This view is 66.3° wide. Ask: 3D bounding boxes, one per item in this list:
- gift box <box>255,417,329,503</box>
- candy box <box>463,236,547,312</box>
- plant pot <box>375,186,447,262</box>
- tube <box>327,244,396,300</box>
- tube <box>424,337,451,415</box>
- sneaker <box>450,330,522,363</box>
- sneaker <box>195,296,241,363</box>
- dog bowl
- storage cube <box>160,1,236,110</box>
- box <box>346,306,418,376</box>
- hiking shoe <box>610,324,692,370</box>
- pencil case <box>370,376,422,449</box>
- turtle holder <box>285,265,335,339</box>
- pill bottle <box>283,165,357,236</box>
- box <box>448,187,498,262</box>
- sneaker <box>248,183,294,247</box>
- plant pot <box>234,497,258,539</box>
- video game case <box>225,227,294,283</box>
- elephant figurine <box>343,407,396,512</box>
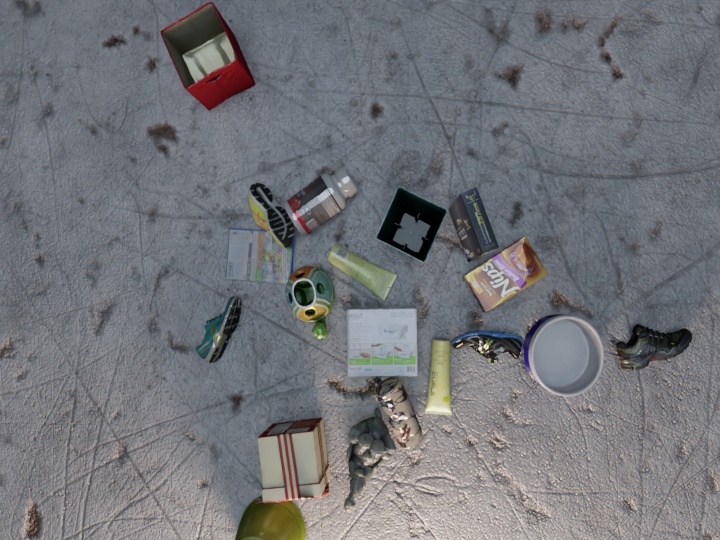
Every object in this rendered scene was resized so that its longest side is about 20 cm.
[{"bbox_3d":[-0.183,0.518,1.468,0.178,0.200,0.194,-8,88,10],"label":"gift box"},{"bbox_3d":[0.391,0.012,1.498,0.197,0.056,0.119,-33,86,5],"label":"candy box"},{"bbox_3d":[0.135,-0.108,1.456,0.138,0.200,0.145,26,89,6],"label":"plant pot"},{"bbox_3d":[0.000,0.000,1.538,0.196,0.052,0.059,30,132,3],"label":"tube"},{"bbox_3d":[0.219,0.291,1.509,0.057,0.051,0.208,5,94,49],"label":"tube"},{"bbox_3d":[0.341,0.206,1.487,0.192,0.071,0.086,3,82,3],"label":"sneaker"},{"bbox_3d":[-0.407,0.161,1.566,0.078,0.077,0.204,29,91,15],"label":"sneaker"},{"bbox_3d":[0.531,0.220,1.451,0.192,0.079,0.209,0,89,-2],"label":"dog bowl"},{"bbox_3d":[-0.421,-0.594,1.544,0.167,0.180,0.205,-26,84,4],"label":"storage cube"},{"bbox_3d":[0.060,0.192,1.503,0.192,0.097,0.184,-2,87,6],"label":"box"},{"bbox_3d":[0.765,0.183,1.442,0.195,0.076,0.104,-25,89,5],"label":"hiking shoe"},{"bbox_3d":[0.100,0.381,1.465,0.087,0.078,0.205,-21,111,8],"label":"pencil case"},{"bbox_3d":[-0.144,0.083,1.511,0.135,0.132,0.193,8,88,5],"label":"turtle holder"},{"bbox_3d":[-0.107,-0.197,1.530,0.197,0.111,0.113,-35,85,3],"label":"pill bottle"},{"bbox_3d":[0.292,-0.114,1.441,0.049,0.200,0.163,-19,86,-2],"label":"box"},{"bbox_3d":[-0.256,-0.144,1.561,0.077,0.091,0.203,-22,73,-38],"label":"sneaker"},{"bbox_3d":[-0.258,0.734,1.465,0.192,0.193,0.209,0,87,6],"label":"plant pot"},{"bbox_3d":[-0.290,-0.042,1.589,0.192,0.018,0.149,4,87,6],"label":"video game case"},{"bbox_3d":[0.007,0.510,1.487,0.141,0.152,0.206,40,122,39],"label":"elephant figurine"}]
